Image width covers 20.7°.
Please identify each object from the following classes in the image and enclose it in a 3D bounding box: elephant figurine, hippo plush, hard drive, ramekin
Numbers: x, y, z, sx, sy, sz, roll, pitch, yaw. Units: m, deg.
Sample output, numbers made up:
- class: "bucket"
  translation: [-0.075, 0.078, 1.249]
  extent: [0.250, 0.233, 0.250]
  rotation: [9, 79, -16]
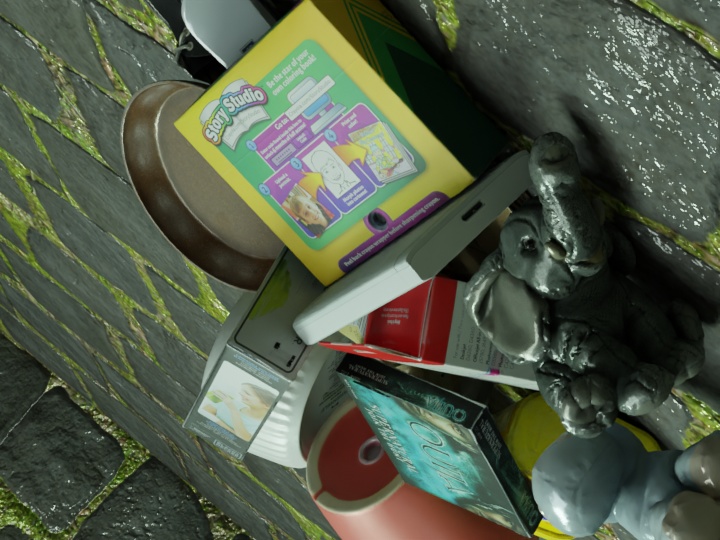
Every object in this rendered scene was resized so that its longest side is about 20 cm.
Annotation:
- class: "elephant figurine"
  translation: [0.144, 0.005, 1.377]
  extent: [0.200, 0.155, 0.142]
  rotation: [55, -154, -6]
- class: "hippo plush"
  translation: [0.220, 0.150, 1.473]
  extent: [0.161, 0.160, 0.200]
  rotation: [29, -160, 23]
- class: "hard drive"
  translation: [0.037, -0.014, 1.427]
  extent: [0.027, 0.132, 0.200]
  rotation: [50, 152, -5]
- class: "ramekin"
  translation: [-0.059, 0.100, 1.949]
  extent: [0.105, 0.200, 0.200]
  rotation: [25, 158, 24]

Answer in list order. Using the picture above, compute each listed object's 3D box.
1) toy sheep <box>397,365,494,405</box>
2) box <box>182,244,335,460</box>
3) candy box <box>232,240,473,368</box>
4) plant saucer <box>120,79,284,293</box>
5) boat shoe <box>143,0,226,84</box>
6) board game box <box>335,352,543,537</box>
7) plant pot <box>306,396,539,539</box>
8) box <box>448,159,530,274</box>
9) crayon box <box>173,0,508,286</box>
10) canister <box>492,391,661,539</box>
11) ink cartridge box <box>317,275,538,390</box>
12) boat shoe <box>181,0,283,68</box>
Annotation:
- class: "toy sheep"
  translation: [0.057, 0.089, 1.767]
  extent: [0.138, 0.138, 0.200]
  rotation: [40, 180, 8]
- class: "box"
  translation: [-0.075, 0.063, 1.585]
  extent: [0.060, 0.117, 0.200]
  rotation: [31, 154, -1]
- class: "candy box"
  translation: [0.000, 0.000, 1.666]
  extent: [0.200, 0.115, 0.055]
  rotation: [34, 123, 32]
- class: "plant saucer"
  translation: [-0.111, -0.074, 1.610]
  extent: [0.200, 0.034, 0.201]
  rotation: [27, 139, 27]
- class: "boat shoe"
  translation: [-0.114, -0.175, 1.599]
  extent: [0.200, 0.060, 0.074]
  rotation: [42, 162, 1]
- class: "board game box"
  translation: [0.068, 0.146, 1.635]
  extent: [0.135, 0.028, 0.200]
  rotation: [21, 158, 32]
- class: "plant pot"
  translation: [0.053, 0.214, 1.912]
  extent: [0.200, 0.201, 0.177]
  rotation: [24, 164, 49]
- class: "box"
  translation: [0.069, -0.059, 1.531]
  extent: [0.164, 0.021, 0.200]
  rotation: [47, 163, -15]
- class: "crayon box"
  translation: [-0.018, -0.101, 1.432]
  extent: [0.173, 0.058, 0.200]
  rotation: [48, 139, -7]
- class: "canister"
  translation: [0.167, 0.173, 1.737]
  extent: [0.148, 0.087, 0.200]
  rotation: [23, 163, -6]
- class: "ink cartridge box"
  translation: [0.081, 0.046, 1.518]
  extent: [0.200, 0.067, 0.116]
  rotation: [12, 175, -21]
- class: "boat shoe"
  translation: [-0.060, -0.152, 1.525]
  extent: [0.200, 0.072, 0.068]
  rotation: [47, -158, -11]
